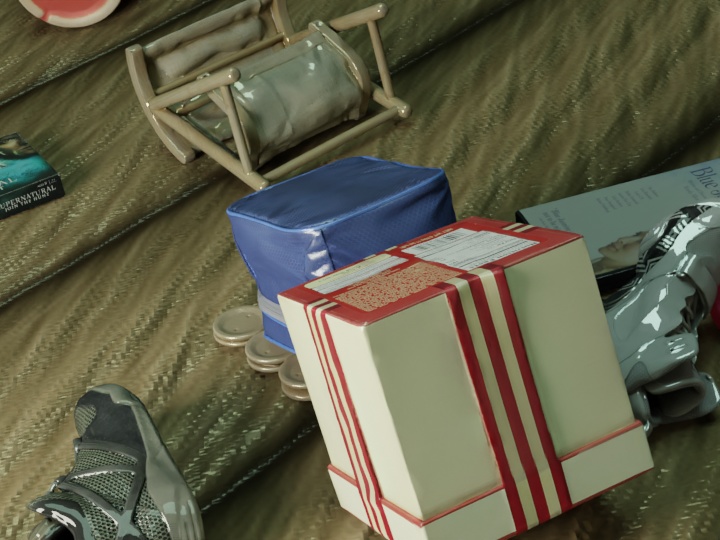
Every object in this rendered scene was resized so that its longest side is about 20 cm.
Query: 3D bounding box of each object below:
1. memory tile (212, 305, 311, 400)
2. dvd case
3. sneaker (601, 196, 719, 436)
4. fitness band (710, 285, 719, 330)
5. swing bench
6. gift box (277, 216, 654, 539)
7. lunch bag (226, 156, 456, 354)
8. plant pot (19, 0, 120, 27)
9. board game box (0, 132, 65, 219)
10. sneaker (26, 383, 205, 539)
[{"bbox_3d":[-0.008,0.034,1.300,0.200,0.017,0.153,-27,34,-28],"label":"memory tile"},{"bbox_3d":[0.247,-0.039,1.345,0.200,0.018,0.143,-14,30,-8],"label":"dvd case"},{"bbox_3d":[0.230,0.037,1.140,0.200,0.075,0.115,-40,41,-8],"label":"sneaker"},{"bbox_3d":[0.349,-0.005,1.221,0.144,0.037,0.200,15,44,28],"label":"fitness band"},{"bbox_3d":[-0.093,-0.190,1.602,0.199,0.130,0.200,-30,30,-29],"label":"swing bench"},{"bbox_3d":[0.068,0.078,1.045,0.184,0.187,0.200,-20,12,-13],"label":"gift box"},{"bbox_3d":[0.000,0.000,1.201,0.136,0.132,0.200,-23,18,-20],"label":"lunch bag"},{"bbox_3d":[-0.363,-0.411,2.014,0.200,0.200,0.177,-8,40,3],"label":"plant pot"},{"bbox_3d":[-0.413,-0.075,1.595,0.200,0.028,0.135,-23,33,-21],"label":"board game box"},{"bbox_3d":[-0.188,0.149,1.100,0.114,0.076,0.199,-14,35,-19],"label":"sneaker"}]
